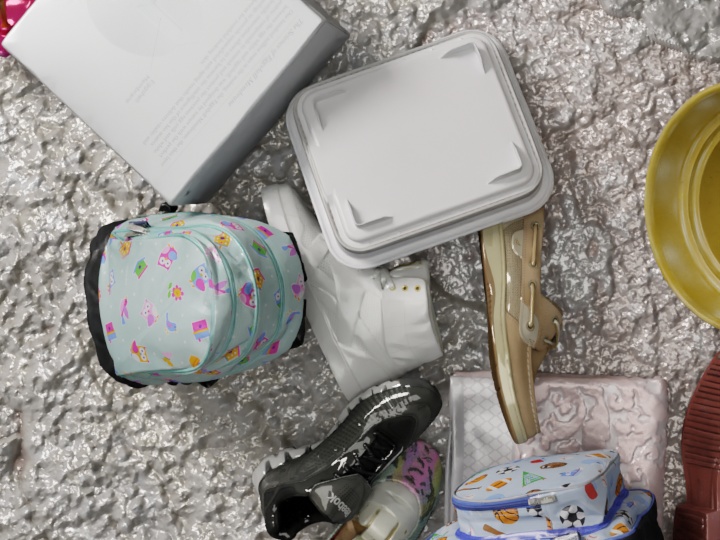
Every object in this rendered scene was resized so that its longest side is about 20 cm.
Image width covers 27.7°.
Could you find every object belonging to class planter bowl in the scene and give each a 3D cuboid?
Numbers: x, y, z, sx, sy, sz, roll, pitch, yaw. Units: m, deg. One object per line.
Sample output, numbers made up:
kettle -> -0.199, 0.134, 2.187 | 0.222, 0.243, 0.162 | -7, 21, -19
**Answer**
planter bowl -> 0.329, -0.053, 1.164 | 0.200, 0.083, 0.202 | 13, 107, 50

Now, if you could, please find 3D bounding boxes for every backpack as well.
backpack -> 0.140, 0.228, 1.157 | 0.189, 0.200, 0.155 | -20, 83, 19
backpack -> -0.139, 0.027, 1.217 | 0.199, 0.126, 0.168 | -4, 98, 42

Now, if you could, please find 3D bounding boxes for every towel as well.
towel -> 0.165, 0.187, 1.253 | 0.189, 0.032, 0.202 | 2, 95, 9

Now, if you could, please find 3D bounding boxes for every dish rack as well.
dish rack -> 0.047, -0.107, 1.214 | 0.198, 0.044, 0.173 | -19, 76, -1

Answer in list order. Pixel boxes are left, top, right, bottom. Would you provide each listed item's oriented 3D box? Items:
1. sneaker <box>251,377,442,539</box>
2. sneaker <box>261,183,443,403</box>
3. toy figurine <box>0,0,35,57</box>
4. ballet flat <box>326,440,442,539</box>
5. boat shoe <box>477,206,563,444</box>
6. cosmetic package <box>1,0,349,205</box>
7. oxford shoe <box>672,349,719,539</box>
sneaker -> -0.009, 0.168, 1.236 | 0.199, 0.091, 0.066 | -34, 122, 21
sneaker -> 0.000, 0.000, 1.254 | 0.115, 0.074, 0.201 | -25, 98, 8
toy figurine -> -0.315, -0.272, 1.242 | 0.149, 0.200, 0.186 | 18, 109, 20
ballet flat -> 0.001, 0.236, 1.263 | 0.069, 0.071, 0.200 | 39, 98, 6
boat shoe -> 0.138, 0.042, 1.215 | 0.064, 0.071, 0.202 | -5, 78, 1
cosmetic package -> -0.151, -0.194, 1.237 | 0.200, 0.123, 0.200 | 43, 99, 6
oxford shoe -> 0.312, 0.162, 1.220 | 0.074, 0.070, 0.202 | 8, 94, -17
